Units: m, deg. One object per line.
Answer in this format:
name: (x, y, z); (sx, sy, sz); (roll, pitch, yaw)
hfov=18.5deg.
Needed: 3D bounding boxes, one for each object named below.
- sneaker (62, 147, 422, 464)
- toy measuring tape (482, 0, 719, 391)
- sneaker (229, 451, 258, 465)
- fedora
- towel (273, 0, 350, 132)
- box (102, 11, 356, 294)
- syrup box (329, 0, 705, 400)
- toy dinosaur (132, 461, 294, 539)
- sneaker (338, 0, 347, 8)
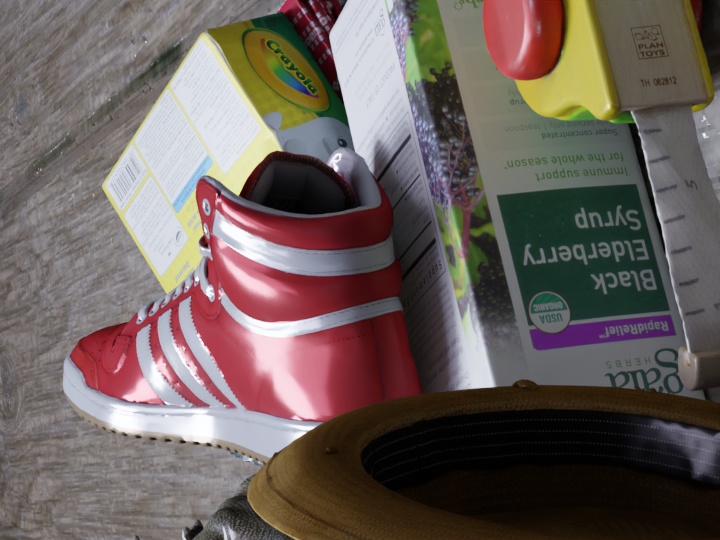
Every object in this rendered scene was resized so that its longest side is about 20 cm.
sneaker: (-0.050, 0.008, 0.828); (0.200, 0.071, 0.113); (6, 107, 49)
toy measuring tape: (0.084, -0.049, 0.725); (0.074, 0.073, 0.200); (129, 132, -63)
sneaker: (-0.059, 0.043, 1.166); (0.200, 0.066, 0.079); (-152, 69, -66)
fedora: (0.064, 0.091, 0.639); (0.201, 0.200, 0.082); (-149, 57, -66)
towel: (0.000, 0.000, 0.910); (0.200, 0.022, 0.145); (58, 140, 13)
box: (-0.018, 0.010, 0.883); (0.200, 0.048, 0.117); (59, 140, 16)
syrup box: (0.054, -0.018, 0.800); (0.081, 0.079, 0.200); (127, 134, -62)
toy dinosaur: (-0.049, 0.161, 1.032); (0.102, 0.077, 0.200); (-9, 75, 34)
sneaker: (0.000, -0.032, 0.961); (0.108, 0.070, 0.200); (148, 117, -70)
